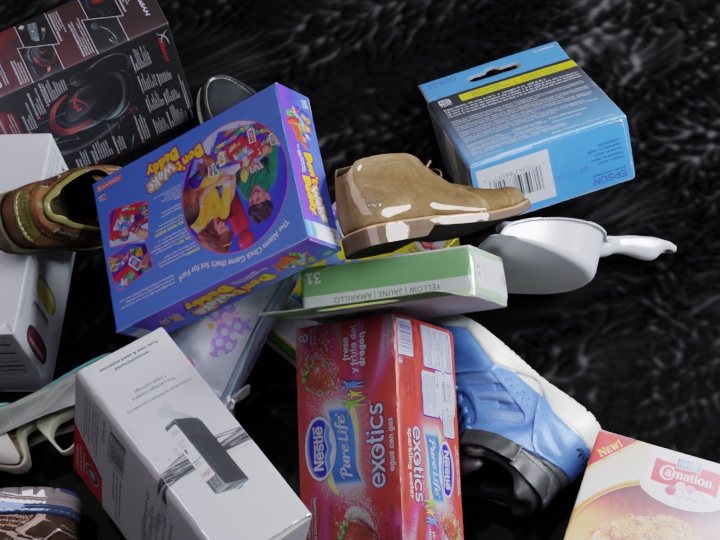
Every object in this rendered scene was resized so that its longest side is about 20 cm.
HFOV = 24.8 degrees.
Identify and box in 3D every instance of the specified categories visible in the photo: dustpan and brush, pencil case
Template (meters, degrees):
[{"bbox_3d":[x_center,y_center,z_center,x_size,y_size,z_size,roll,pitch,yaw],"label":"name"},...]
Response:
[{"bbox_3d":[0.180,-0.016,1.394,0.198,0.140,0.058,11,69,-16],"label":"dustpan and brush"},{"bbox_3d":[-0.102,0.028,1.354,0.091,0.083,0.201,34,99,55],"label":"pencil case"}]

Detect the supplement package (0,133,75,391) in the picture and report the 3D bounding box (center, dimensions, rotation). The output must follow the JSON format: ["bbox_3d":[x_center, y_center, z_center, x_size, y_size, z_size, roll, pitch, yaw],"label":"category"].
[{"bbox_3d":[-0.343,-0.006,1.441,0.154,0.111,0.202,0,60,8],"label":"supplement package"}]

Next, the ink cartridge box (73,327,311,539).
[{"bbox_3d":[-0.133,0.169,1.254,0.083,0.145,0.200,-28,63,-28],"label":"ink cartridge box"}]

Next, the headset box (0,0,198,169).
[{"bbox_3d":[-0.263,-0.164,1.502,0.199,0.149,0.075,-26,59,-8],"label":"headset box"}]

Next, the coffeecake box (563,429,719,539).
[{"bbox_3d":[0.226,0.242,1.246,0.152,0.073,0.201,14,62,16],"label":"coffeecake box"}]

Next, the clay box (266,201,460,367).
[{"bbox_3d":[0.000,0.000,1.430,0.115,0.048,0.200,37,70,27],"label":"clay box"}]

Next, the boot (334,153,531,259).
[{"bbox_3d":[0.060,-0.061,1.304,0.199,0.073,0.076,-8,78,-43],"label":"boot"}]

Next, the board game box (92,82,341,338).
[{"bbox_3d":[-0.118,-0.043,1.303,0.199,0.045,0.136,-24,66,28],"label":"board game box"}]

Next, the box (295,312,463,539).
[{"bbox_3d":[0.015,0.143,1.271,0.095,0.099,0.202,-10,75,30],"label":"box"}]

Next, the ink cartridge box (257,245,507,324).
[{"bbox_3d":[0.020,0.012,1.263,0.144,0.200,0.049,-8,81,18],"label":"ink cartridge box"}]

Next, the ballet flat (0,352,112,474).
[{"bbox_3d":[-0.276,0.135,1.378,0.198,0.068,0.064,-25,67,-7],"label":"ballet flat"}]

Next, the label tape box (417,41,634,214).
[{"bbox_3d":[0.144,-0.125,1.463,0.143,0.064,0.200,-17,28,-3],"label":"label tape box"}]

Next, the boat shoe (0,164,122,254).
[{"bbox_3d":[-0.232,-0.053,1.402,0.067,0.200,0.073,-16,96,28],"label":"boat shoe"}]

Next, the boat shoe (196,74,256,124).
[{"bbox_3d":[-0.093,-0.119,1.497,0.074,0.066,0.200,-19,59,-15],"label":"boat shoe"}]

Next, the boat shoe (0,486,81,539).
[{"bbox_3d":[-0.328,0.219,1.331,0.198,0.072,0.073,-5,60,5],"label":"boat shoe"}]

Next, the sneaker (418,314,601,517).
[{"bbox_3d":[0.088,0.118,1.333,0.199,0.077,0.111,37,61,18],"label":"sneaker"}]
